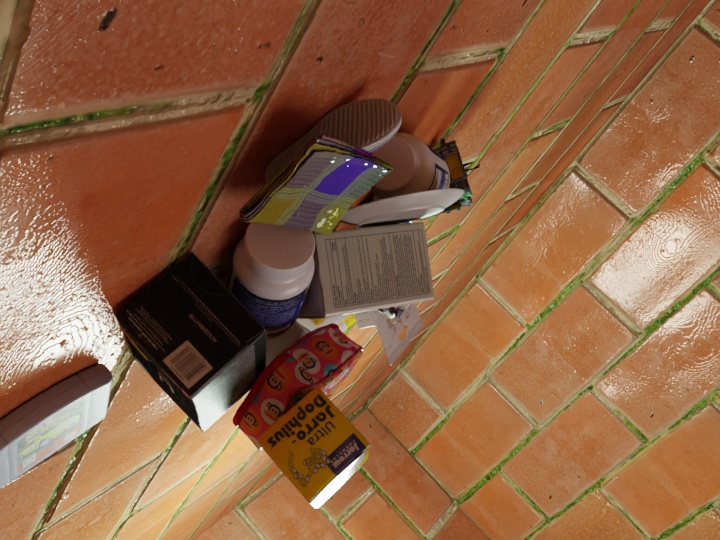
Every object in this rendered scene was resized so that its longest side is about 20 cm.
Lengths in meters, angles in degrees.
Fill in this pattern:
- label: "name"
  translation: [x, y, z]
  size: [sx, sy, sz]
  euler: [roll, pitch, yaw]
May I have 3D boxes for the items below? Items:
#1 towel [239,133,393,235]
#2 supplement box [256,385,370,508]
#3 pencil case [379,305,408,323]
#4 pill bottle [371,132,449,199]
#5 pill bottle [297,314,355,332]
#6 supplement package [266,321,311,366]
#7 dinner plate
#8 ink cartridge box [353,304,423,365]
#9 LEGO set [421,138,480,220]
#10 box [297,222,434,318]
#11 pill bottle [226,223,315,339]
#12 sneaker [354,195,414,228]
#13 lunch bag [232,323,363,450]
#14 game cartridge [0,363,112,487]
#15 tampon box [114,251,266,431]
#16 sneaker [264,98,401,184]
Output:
- label: "towel"
  translation: [-0.050, -0.099, 0.970]
  size: [0.144, 0.023, 0.200]
  euler: [-42, 159, 20]
- label: "supplement box"
  translation: [-0.061, 0.252, 1.095]
  size: [0.109, 0.110, 0.200]
  euler: [-41, 166, -14]
- label: "pencil case"
  translation: [0.002, 0.007, 1.372]
  size: [0.090, 0.200, 0.078]
  euler: [-59, 173, 6]
- label: "pill bottle"
  translation: [0.070, -0.156, 1.239]
  size: [0.111, 0.111, 0.200]
  euler: [-47, 167, 11]
- label: "pill bottle"
  translation: [-0.075, 0.090, 1.574]
  size: [0.200, 0.104, 0.104]
  euler: [-41, 167, -17]
- label: "supplement package"
  translation: [-0.138, 0.130, 1.300]
  size: [0.110, 0.114, 0.200]
  euler: [-56, 162, -5]
- label: "dinner plate"
  translation: [0.060, -0.090, 1.183]
  size: [0.200, 0.024, 0.200]
  euler: [-11, 175, -1]
- label: "ink cartridge box"
  translation: [0.050, 0.071, 1.557]
  size: [0.045, 0.177, 0.200]
  euler: [-12, -166, 27]
- label: "LEGO set"
  translation: [0.142, -0.177, 1.491]
  size: [0.154, 0.116, 0.200]
  euler: [-18, 172, 19]
- label: "box"
  translation: [0.000, 0.000, 1.231]
  size: [0.200, 0.128, 0.109]
  euler: [-7, 179, -29]
- label: "pill bottle"
  translation: [-0.129, 0.009, 1.117]
  size: [0.116, 0.116, 0.200]
  euler: [-38, 166, -30]
- label: "sneaker"
  translation: [0.044, -0.091, 1.465]
  size: [0.082, 0.074, 0.200]
  euler: [-45, 160, 10]
- label: "lunch bag"
  translation: [-0.095, 0.180, 1.171]
  size: [0.200, 0.082, 0.176]
  euler: [-27, 154, -56]
- label: "game cartridge"
  translation: [-0.414, 0.204, 1.019]
  size: [0.200, 0.041, 0.133]
  euler: [-35, 160, -37]
- label: "tampon box"
  translation: [-0.219, 0.102, 1.045]
  size: [0.126, 0.150, 0.200]
  euler: [-41, 167, -22]
- label: "sneaker"
  translation: [-0.034, -0.144, 1.030]
  size: [0.200, 0.073, 0.114]
  euler: [-32, 158, -9]
